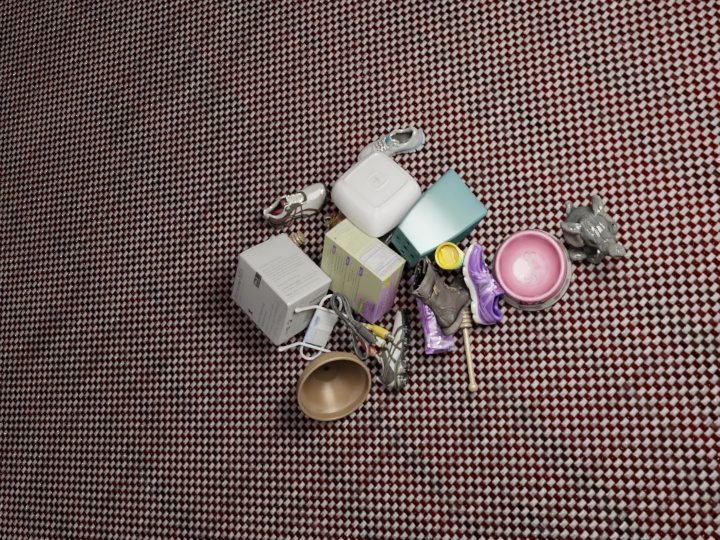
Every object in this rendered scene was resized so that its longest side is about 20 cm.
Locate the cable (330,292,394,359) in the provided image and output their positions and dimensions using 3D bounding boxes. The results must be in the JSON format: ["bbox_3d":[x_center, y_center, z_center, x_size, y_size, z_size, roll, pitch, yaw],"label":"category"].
[{"bbox_3d":[-0.010,0.146,1.574,0.199,0.050,0.098,41,101,19],"label":"cable"}]

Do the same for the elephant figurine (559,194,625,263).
[{"bbox_3d":[0.529,-0.097,1.409,0.151,0.199,0.146,14,86,20],"label":"elephant figurine"}]

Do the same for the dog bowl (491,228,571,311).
[{"bbox_3d":[0.413,-0.007,1.504,0.194,0.074,0.207,-3,81,19],"label":"dog bowl"}]

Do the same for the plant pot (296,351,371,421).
[{"bbox_3d":[-0.076,0.279,1.597,0.200,0.201,0.093,-41,34,8],"label":"plant pot"}]

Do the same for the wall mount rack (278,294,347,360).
[{"bbox_3d":[-0.121,0.158,1.608,0.204,0.170,0.075,-65,26,17],"label":"wall mount rack"}]

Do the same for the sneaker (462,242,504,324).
[{"bbox_3d":[0.305,0.029,1.496,0.082,0.080,0.206,-5,106,39],"label":"sneaker"}]

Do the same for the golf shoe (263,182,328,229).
[{"bbox_3d":[-0.179,-0.184,1.730,0.197,0.088,0.079,-31,72,11],"label":"golf shoe"}]

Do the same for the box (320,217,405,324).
[{"bbox_3d":[0.000,0.000,1.584,0.199,0.178,0.096,38,53,21],"label":"box"}]

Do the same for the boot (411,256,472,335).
[{"bbox_3d":[0.194,0.036,1.482,0.068,0.175,0.202,-18,31,35],"label":"boot"}]

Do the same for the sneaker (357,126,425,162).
[{"bbox_3d":[0.073,-0.340,1.666,0.196,0.086,0.077,-23,76,16],"label":"sneaker"}]

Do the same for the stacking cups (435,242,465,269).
[{"bbox_3d":[0.223,-0.029,1.504,0.059,0.200,0.063,-1,87,14],"label":"stacking cups"}]

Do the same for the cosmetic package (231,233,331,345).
[{"bbox_3d":[-0.212,0.047,1.633,0.199,0.163,0.167,41,134,20],"label":"cosmetic package"}]

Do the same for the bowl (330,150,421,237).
[{"bbox_3d":[0.041,-0.207,1.568,0.199,0.075,0.200,-40,70,-19],"label":"bowl"}]

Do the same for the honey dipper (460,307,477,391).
[{"bbox_3d":[0.266,0.196,1.534,0.037,0.038,0.207,-8,78,17],"label":"honey dipper"}]

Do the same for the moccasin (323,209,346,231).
[{"bbox_3d":[-0.059,-0.138,1.679,0.076,0.074,0.207,19,89,-3],"label":"moccasin"}]

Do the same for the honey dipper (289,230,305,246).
[{"bbox_3d":[-0.243,-0.045,1.761,0.197,0.038,0.039,-33,73,16],"label":"honey dipper"}]

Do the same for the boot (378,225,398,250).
[{"bbox_3d":[0.060,-0.155,1.631,0.167,0.077,0.201,36,74,18],"label":"boot"}]

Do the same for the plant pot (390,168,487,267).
[{"bbox_3d":[0.178,-0.112,1.514,0.198,0.142,0.142,-37,81,-19],"label":"plant pot"}]

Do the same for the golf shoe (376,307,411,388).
[{"bbox_3d":[0.081,0.196,1.587,0.092,0.078,0.207,2,81,19],"label":"golf shoe"}]

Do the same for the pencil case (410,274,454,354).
[{"bbox_3d":[0.179,0.112,1.560,0.083,0.084,0.206,-30,66,51],"label":"pencil case"}]
